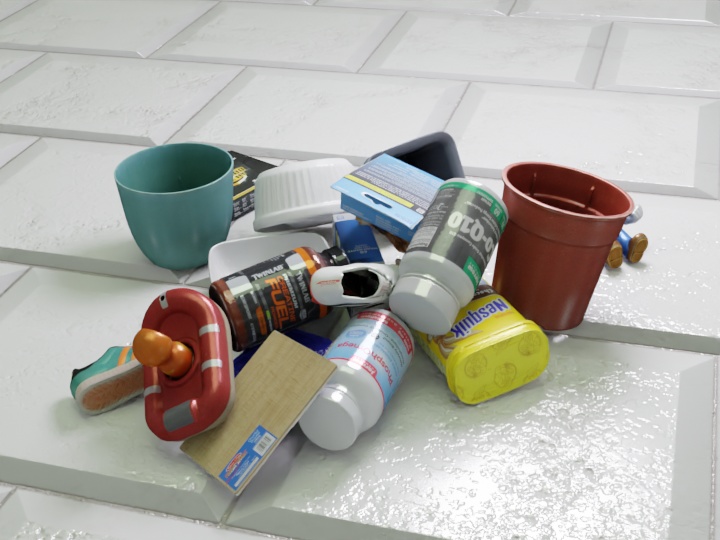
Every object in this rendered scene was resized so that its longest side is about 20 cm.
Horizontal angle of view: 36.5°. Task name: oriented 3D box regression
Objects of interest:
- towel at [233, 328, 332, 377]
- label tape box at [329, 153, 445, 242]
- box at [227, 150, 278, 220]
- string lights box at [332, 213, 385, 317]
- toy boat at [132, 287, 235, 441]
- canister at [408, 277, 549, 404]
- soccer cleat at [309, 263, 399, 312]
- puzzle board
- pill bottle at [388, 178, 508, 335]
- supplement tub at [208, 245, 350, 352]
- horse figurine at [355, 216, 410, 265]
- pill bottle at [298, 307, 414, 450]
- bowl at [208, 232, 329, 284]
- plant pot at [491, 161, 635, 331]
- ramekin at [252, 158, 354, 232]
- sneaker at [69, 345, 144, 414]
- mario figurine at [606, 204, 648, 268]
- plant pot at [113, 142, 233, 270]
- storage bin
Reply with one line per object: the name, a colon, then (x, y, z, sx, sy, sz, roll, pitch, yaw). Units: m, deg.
towel: (-0.124, 0.146, 1.521, 0.145, 0.050, 0.200, 11, 33, 24)
label tape box: (0.049, -0.099, 1.642, 0.142, 0.067, 0.200, 26, 30, 16)
box: (-0.257, -0.154, 2.046, 0.158, 0.050, 0.199, 19, 37, 36)
string lights box: (0.000, 0.000, 1.705, 0.058, 0.104, 0.201, -6, 30, -8)
toy boat: (-0.244, 0.111, 1.412, 0.129, 0.131, 0.203, -25, 53, 19)
canister: (0.157, 0.087, 1.555, 0.146, 0.088, 0.200, -20, 32, -13)
soccer cleat: (0.019, 0.022, 1.518, 0.197, 0.070, 0.085, 3, -7, -39)
puzzle board: (-0.129, 0.178, 1.391, 0.201, 0.017, 0.150, -51, 38, -13)
pill bottle: (0.121, -0.019, 1.516, 0.111, 0.114, 0.202, 13, 60, 26)
supplement tub: (-0.109, 0.032, 1.552, 0.197, 0.108, 0.107, -23, 35, -19)
horse figurine: (0.069, -0.063, 1.712, 0.131, 0.051, 0.200, 27, 23, 10)
pill bottle: (-0.007, 0.145, 1.453, 0.107, 0.110, 0.200, 9, 32, 19)
bowl: (-0.135, 0.021, 1.710, 0.196, 0.076, 0.201, -8, 31, -8)
plant pot: (0.283, -0.031, 1.618, 0.197, 0.198, 0.202, 9, 25, -4)
ramekin: (-0.091, -0.127, 1.850, 0.198, 0.096, 0.202, -11, -2, 0)
sneaker: (-0.314, 0.131, 1.538, 0.197, 0.072, 0.080, -18, 38, -22)
mario figurine: (0.392, -0.096, 1.829, 0.122, 0.107, 0.201, 19, 23, -39)
plant pot: (-0.304, -0.101, 1.842, 0.196, 0.164, 0.202, -3, 30, 1)
storage bin: (0.070, -0.149, 1.944, 0.198, 0.148, 0.134, -22, 8, -30)
